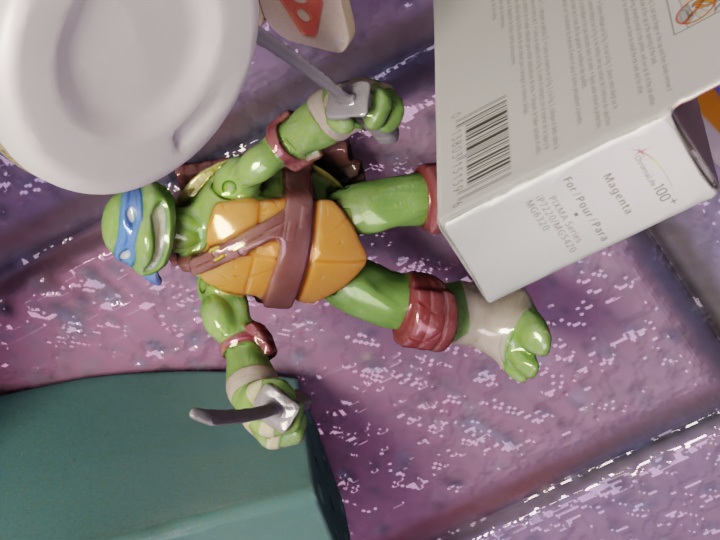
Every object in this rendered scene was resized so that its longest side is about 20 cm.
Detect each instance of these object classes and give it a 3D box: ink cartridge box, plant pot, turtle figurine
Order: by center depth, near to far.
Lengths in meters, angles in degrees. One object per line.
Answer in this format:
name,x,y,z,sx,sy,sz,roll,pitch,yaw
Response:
ink cartridge box,0.110,-0.093,0.759,0.173,0.200,0.044,-25,120,18
turtle figurine,0.000,0.000,0.844,0.193,0.145,0.200,3,166,-22
plant pot,-0.108,0.136,0.961,0.199,0.142,0.142,-16,124,4

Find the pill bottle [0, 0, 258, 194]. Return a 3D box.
pill bottle,-0.139,-0.110,0.745,0.111,0.200,0.111,-23,125,-36

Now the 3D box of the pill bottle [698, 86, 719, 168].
pill bottle,0.213,-0.123,0.794,0.112,0.112,0.200,34,118,-22

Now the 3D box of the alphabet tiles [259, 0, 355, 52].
alphabet tiles,-0.072,-0.161,0.754,0.199,0.015,0.196,17,146,25
